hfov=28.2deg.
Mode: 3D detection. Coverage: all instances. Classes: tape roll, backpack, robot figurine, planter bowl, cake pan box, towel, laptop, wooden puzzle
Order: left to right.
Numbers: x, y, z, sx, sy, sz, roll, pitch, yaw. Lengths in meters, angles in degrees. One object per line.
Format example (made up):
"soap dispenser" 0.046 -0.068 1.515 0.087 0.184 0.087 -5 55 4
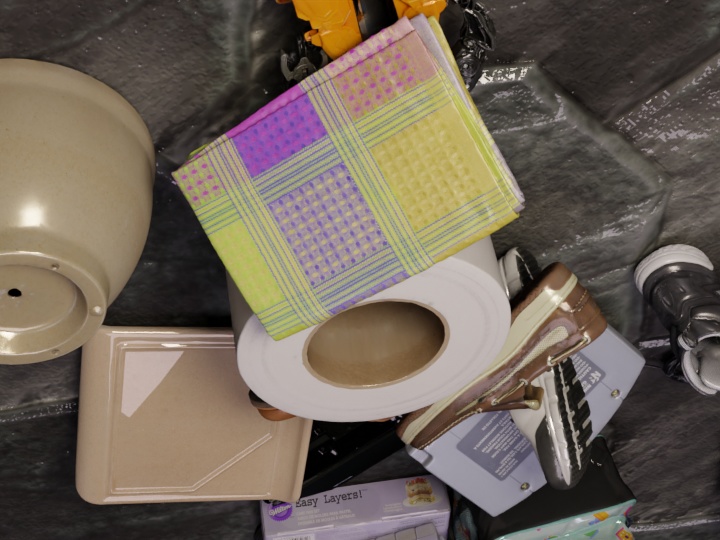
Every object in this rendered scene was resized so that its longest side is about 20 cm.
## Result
"planter bowl" -0.234 -0.023 0.974 0.198 0.136 0.201 -7 142 -6
"wooden puzzle" -0.141 0.122 1.227 0.198 0.037 0.186 3 122 -11
"laptop" -0.031 0.129 1.314 0.177 0.104 0.200 -34 111 25
"cake pan box" -0.010 0.289 1.484 0.198 0.053 0.185 -8 139 -5
"towel" -0.006 -0.055 0.918 0.199 0.023 0.144 -30 94 15
"tape roll" 0.000 0.000 1.060 0.200 0.140 0.204 -7 142 -6
"robot figurine" 0.009 -0.174 0.913 0.144 0.059 0.201 -14 141 3
"backpack" 0.180 0.271 1.430 0.174 0.154 0.201 -16 154 -15

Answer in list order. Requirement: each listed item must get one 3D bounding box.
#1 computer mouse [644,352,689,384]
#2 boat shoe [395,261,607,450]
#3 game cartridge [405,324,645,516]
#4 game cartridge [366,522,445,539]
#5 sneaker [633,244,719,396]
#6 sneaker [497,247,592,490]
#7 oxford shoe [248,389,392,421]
"computer mouse" 0.253 0.097 1.329 0.198 0.034 0.059 4 138 -20
"boat shoe" 0.111 0.086 1.120 0.075 0.075 0.202 43 121 -2
"game cartridge" 0.150 0.119 1.264 0.200 0.042 0.133 -47 123 10
"game cartridge" 0.041 0.332 1.487 0.128 0.039 0.201 -13 142 8
"sneaker" 0.319 0.058 1.233 0.199 0.115 0.075 22 131 -35
"sneaker" 0.133 0.086 1.188 0.079 0.202 0.074 -19 177 25
"oxford shoe" 0.001 0.096 1.175 0.198 0.071 0.072 -14 111 -30
